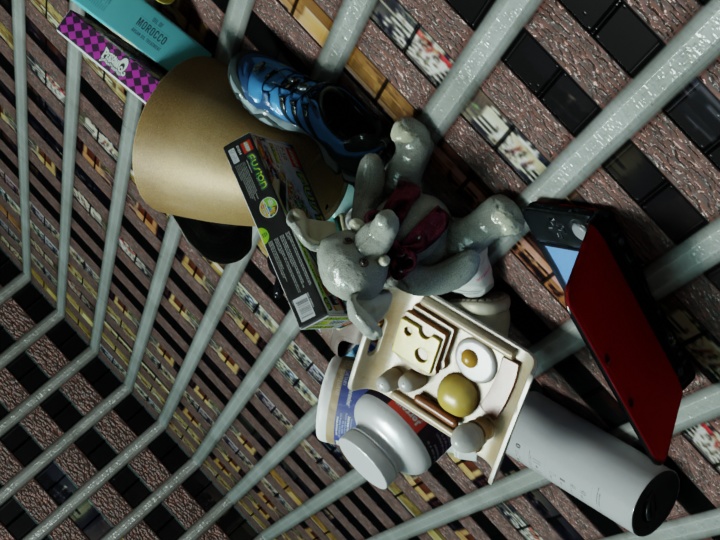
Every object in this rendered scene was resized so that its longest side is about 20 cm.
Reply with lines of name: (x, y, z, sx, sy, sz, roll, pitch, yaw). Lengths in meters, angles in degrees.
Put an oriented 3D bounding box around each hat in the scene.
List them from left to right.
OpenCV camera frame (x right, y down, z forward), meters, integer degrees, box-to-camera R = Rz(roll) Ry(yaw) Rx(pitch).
hat: (-0.180, -0.113, 1.812, 0.081, 0.201, 0.201, -29, 105, 29)

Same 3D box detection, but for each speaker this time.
speaker: (0.245, 0.208, 1.546, 0.200, 0.081, 0.081, 29, 153, 42)

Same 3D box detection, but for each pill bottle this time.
pill bottle: (0.053, 0.174, 1.749, 0.200, 0.111, 0.111, 10, 150, 9)
pill bottle: (0.072, 0.155, 1.631, 0.112, 0.200, 0.113, 40, 159, 19)

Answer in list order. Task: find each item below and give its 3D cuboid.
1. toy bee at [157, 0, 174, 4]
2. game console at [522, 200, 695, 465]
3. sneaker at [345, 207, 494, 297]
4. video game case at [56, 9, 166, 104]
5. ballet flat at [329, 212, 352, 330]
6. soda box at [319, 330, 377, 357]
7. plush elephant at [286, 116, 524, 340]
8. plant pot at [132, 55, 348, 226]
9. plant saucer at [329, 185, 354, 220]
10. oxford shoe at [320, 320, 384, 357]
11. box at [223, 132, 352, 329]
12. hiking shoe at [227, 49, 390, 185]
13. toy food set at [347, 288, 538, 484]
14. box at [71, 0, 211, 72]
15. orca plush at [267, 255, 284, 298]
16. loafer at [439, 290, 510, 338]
toy bee: (-0.245, -0.350, 1.501, 0.131, 0.109, 0.200, 46, 160, 12)
game console: (0.208, 0.053, 1.283, 0.172, 0.119, 0.200, 13, 140, 57)
sneaker: (0.062, -0.019, 1.522, 0.200, 0.078, 0.099, 30, 157, 43)
video game case: (-0.246, -0.225, 1.714, 0.200, 0.036, 0.181, 39, -173, 27)
ballet flat: (0.000, 0.000, 1.561, 0.200, 0.069, 0.070, -95, -20, -55)
soda box: (0.035, 0.123, 1.844, 0.200, 0.068, 0.064, 51, 161, -7)
plush elephant: (0.022, -0.028, 1.369, 0.165, 0.155, 0.200, 48, 124, 11)
plant pot: (-0.119, -0.122, 1.588, 0.200, 0.186, 0.187, 22, 150, 28)
plant saucer: (-0.053, -0.073, 1.715, 0.200, 0.036, 0.200, 41, 159, 19)
oxford shoe: (0.015, 0.044, 1.682, 0.200, 0.071, 0.073, -40, 67, 55)
box: (-0.065, -0.038, 1.435, 0.200, 0.035, 0.110, 66, -162, 10)
hiking shoe: (-0.050, -0.178, 1.483, 0.200, 0.074, 0.087, 35, 151, 7)
toy food set: (0.083, 0.116, 1.495, 0.200, 0.060, 0.144, 31, 122, 25)
box: (-0.264, -0.289, 1.618, 0.082, 0.049, 0.200, 37, -179, 42)
orca plush: (-0.079, 0.012, 1.819, 0.105, 0.071, 0.200, 28, 178, -32)
loafer: (0.094, 0.061, 1.567, 0.200, 0.076, 0.068, -5, 93, 62)
